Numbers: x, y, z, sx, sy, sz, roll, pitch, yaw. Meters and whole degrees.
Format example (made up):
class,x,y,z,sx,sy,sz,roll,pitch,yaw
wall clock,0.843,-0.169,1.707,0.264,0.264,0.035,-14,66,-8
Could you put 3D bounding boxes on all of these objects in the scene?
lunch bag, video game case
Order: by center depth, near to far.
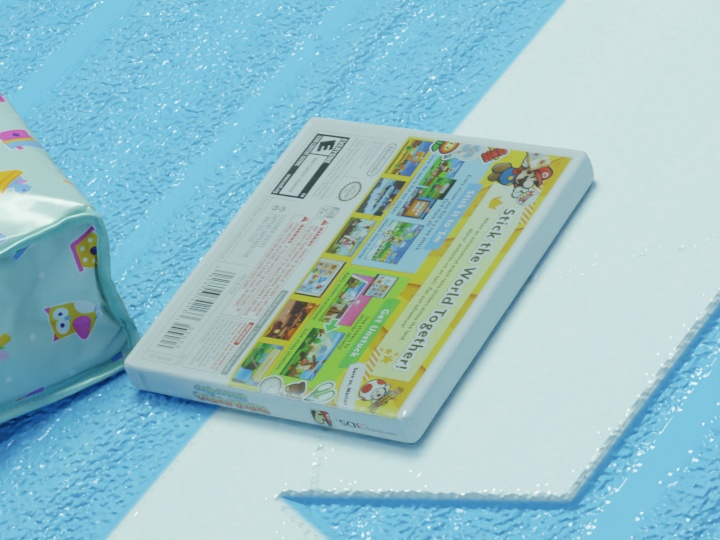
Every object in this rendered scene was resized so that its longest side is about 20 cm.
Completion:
class,x,y,z,sx,sy,sz,roll,pitch,yaw
video game case,0.000,0.000,1.515,0.181,0.023,0.200,9,48,35
lunch bag,-0.241,0.012,1.546,0.199,0.122,0.170,-27,39,-14
